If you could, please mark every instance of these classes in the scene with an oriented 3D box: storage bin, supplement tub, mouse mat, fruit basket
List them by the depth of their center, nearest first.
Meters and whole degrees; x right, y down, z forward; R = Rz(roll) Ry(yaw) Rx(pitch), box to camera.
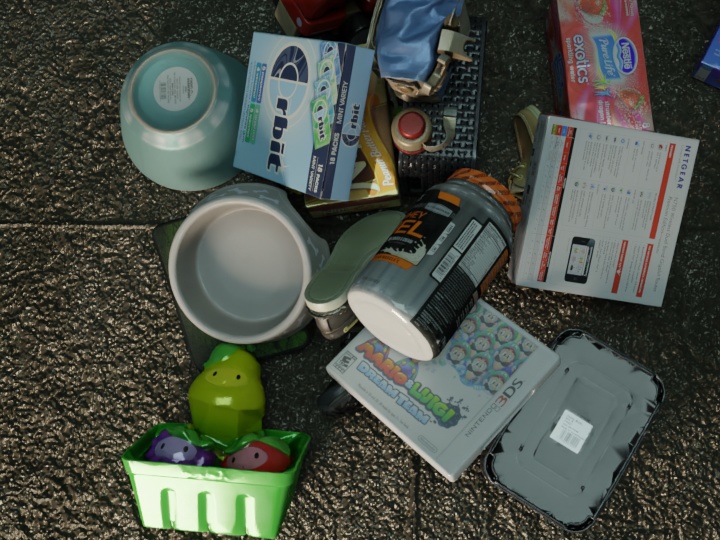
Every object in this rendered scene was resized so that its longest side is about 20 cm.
[{"bbox_3d":[0.087,-0.010,0.978,0.122,0.123,0.200,35,70,10],"label":"supplement tub"},{"bbox_3d":[0.241,0.183,1.016,0.135,0.094,0.200,31,82,10],"label":"storage bin"},{"bbox_3d":[-0.162,0.193,1.036,0.215,0.156,0.216,1,98,6],"label":"fruit basket"},{"bbox_3d":[0.103,-0.200,1.086,0.093,0.135,0.201,4,79,6],"label":"storage bin"},{"bbox_3d":[-0.161,0.020,1.091,0.160,0.008,0.201,-16,95,13],"label":"mouse mat"}]

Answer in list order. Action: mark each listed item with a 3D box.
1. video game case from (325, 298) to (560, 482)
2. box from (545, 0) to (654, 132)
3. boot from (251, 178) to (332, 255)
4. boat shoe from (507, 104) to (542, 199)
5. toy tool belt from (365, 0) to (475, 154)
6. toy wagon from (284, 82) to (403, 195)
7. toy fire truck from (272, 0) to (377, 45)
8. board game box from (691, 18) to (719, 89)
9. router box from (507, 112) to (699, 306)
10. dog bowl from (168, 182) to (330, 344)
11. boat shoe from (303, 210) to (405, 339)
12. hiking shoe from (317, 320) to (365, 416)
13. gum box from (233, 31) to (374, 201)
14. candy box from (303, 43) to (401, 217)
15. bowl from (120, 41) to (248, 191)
[{"bbox_3d":[0.090,0.107,0.992,0.182,0.024,0.200,-45,59,-14],"label":"video game case"},{"bbox_3d":[0.297,-0.247,1.100,0.102,0.095,0.201,-3,79,3],"label":"box"},{"bbox_3d":[-0.123,-0.016,1.113,0.146,0.070,0.200,-37,84,6],"label":"boot"},{"bbox_3d":[0.219,-0.107,1.091,0.066,0.074,0.201,-14,78,-3],"label":"boat shoe"},{"bbox_3d":[0.063,-0.241,0.965,0.124,0.123,0.201,7,80,7],"label":"toy tool belt"},{"bbox_3d":[-0.041,-0.185,1.146,0.155,0.040,0.200,31,84,10],"label":"toy wagon"},{"bbox_3d":[0.006,-0.355,1.075,0.176,0.200,0.129,-22,75,-27],"label":"toy fire truck"},{"bbox_3d":[0.544,-0.269,1.109,0.200,0.045,0.135,28,82,10],"label":"board game box"},{"bbox_3d":[0.280,-0.069,1.027,0.179,0.049,0.201,9,101,-4],"label":"router box"},{"bbox_3d":[-0.137,-0.004,1.050,0.199,0.059,0.201,2,100,11],"label":"dog bowl"},{"bbox_3d":[0.000,0.000,1.051,0.072,0.061,0.201,7,39,31],"label":"boat shoe"},{"bbox_3d":[0.003,0.086,1.080,0.101,0.076,0.200,36,75,19],"label":"hiking shoe"},{"bbox_3d":[-0.072,-0.186,1.034,0.200,0.044,0.171,24,107,50],"label":"gum box"},{"bbox_3d":[-0.018,-0.174,1.093,0.115,0.055,0.201,-8,79,7],"label":"candy box"},{"bbox_3d":[-0.229,-0.212,1.135,0.200,0.105,0.202,-1,80,5],"label":"bowl"}]
